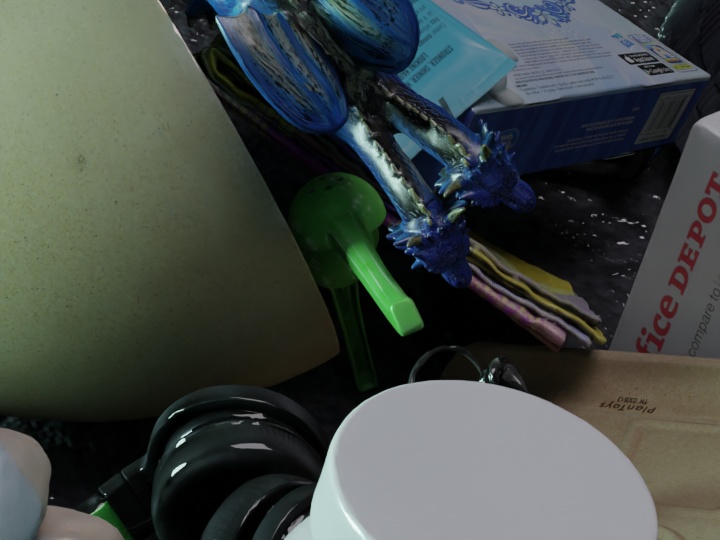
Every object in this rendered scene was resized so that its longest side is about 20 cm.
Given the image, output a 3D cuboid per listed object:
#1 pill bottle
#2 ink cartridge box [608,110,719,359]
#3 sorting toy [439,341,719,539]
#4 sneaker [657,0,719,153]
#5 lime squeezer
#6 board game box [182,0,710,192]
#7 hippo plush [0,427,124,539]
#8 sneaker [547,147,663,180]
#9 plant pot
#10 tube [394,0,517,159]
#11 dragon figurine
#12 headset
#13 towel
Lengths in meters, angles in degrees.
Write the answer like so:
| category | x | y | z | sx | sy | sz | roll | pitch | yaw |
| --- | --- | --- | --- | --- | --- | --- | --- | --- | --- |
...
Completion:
| category | x | y | z | sx | sy | sz | roll | pitch | yaw |
| --- | --- | --- | --- | --- | --- | --- | --- | --- | --- |
| pill bottle | 0.016 | 0.137 | 0.732 | 0.115 | 0.201 | 0.116 | 9 | 36 | -7 |
| ink cartridge box | 0.203 | 0.043 | 0.967 | 0.200 | 0.148 | 0.085 | 38 | 36 | 30 |
| sorting toy | 0.068 | 0.094 | 0.902 | 0.184 | 0.037 | 0.200 | 3 | 30 | 33 |
| sneaker | 0.196 | -0.089 | 1.231 | 0.082 | 0.070 | 0.200 | 34 | 29 | -17 |
| lime squeezer | 0.000 | 0.000 | 0.924 | 0.038 | 0.200 | 0.071 | -38 | 86 | -9 |
| board game box | 0.021 | -0.113 | 1.057 | 0.199 | 0.043 | 0.200 | 39 | 27 | 24 |
| hippo plush | -0.115 | 0.130 | 0.679 | 0.199 | 0.160 | 0.161 | -18 | 19 | -33 |
| sneaker | 0.052 | -0.097 | 1.170 | 0.199 | 0.070 | 0.078 | 16 | 29 | 0 |
| plant pot | -0.115 | -0.021 | 0.935 | 0.134 | 0.201 | 0.200 | -31 | 49 | -6 |
| tube | -0.039 | -0.119 | 0.940 | 0.200 | 0.050 | 0.077 | 39 | 60 | 12 |
| dragon figurine | -0.017 | -0.083 | 0.838 | 0.059 | 0.200 | 0.099 | -41 | 23 | -3 |
| headset | -0.024 | 0.097 | 0.847 | 0.200 | 0.094 | 0.124 | -34 | 33 | -4 |
| towel | 0.013 | -0.033 | 1.012 | 0.200 | 0.023 | 0.144 | 37 | 5 | -2 |
